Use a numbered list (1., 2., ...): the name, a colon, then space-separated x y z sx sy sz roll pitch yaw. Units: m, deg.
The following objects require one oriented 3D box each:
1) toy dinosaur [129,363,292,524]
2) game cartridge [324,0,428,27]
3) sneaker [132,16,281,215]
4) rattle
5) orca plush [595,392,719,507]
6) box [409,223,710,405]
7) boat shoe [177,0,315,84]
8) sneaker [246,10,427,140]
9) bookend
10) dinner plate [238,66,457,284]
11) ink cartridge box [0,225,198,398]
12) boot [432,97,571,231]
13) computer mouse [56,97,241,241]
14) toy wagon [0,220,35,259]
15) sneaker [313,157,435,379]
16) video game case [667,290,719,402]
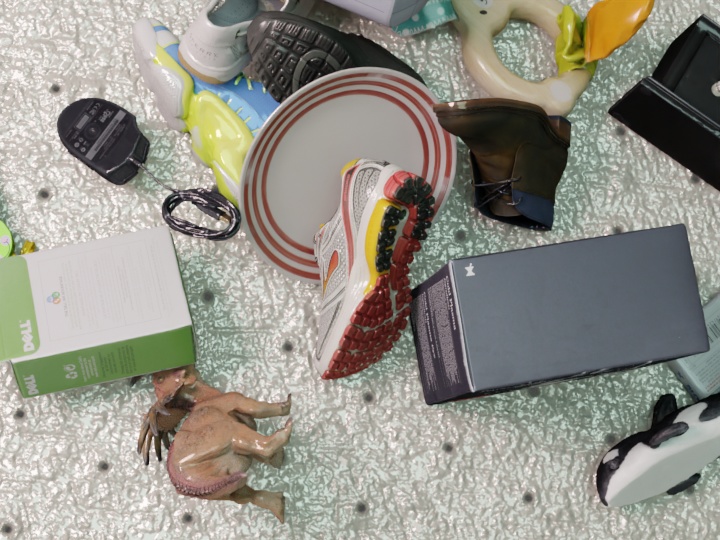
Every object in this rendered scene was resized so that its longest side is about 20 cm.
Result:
1. toy dinosaur: -0.124 0.139 1.058 0.133 0.200 0.087 5 110 -6
2. game cartridge: 0.006 -0.273 1.137 0.131 0.041 0.201 20 35 4
3. sneaker: -0.111 -0.145 1.147 0.104 0.076 0.201 -33 94 -15
4. rattle: 0.131 -0.231 1.159 0.199 0.143 0.131 37 77 -2
5. orca plush: 0.282 0.125 1.153 0.200 0.105 0.071 -42 48 16
6. box: 0.154 0.041 1.096 0.197 0.182 0.106 -9 82 -9
7. boat shoe: -0.081 -0.237 1.132 0.070 0.070 0.201 33 50 0
8. sneaker: -0.018 -0.170 1.135 0.199 0.076 0.091 25 31 -36
9. bookend: 0.367 -0.177 1.210 0.198 0.092 0.201 34 77 -1
10. dinner plate: -0.011 -0.080 1.121 0.197 0.024 0.203 -11 123 -18
11. ink cartridge box: -0.240 0.038 1.082 0.197 0.060 0.105 -12 56 -11
12. boot: 0.124 -0.089 1.126 0.074 0.199 0.099 1 88 36
13. computer mouse: -0.178 -0.082 1.119 0.199 0.034 0.059 36 81 19
14. toy wagon: -0.367 -0.048 1.106 0.198 0.040 0.157 23 78 -4
15. sneaker: 0.000 0.000 1.114 0.077 0.082 0.202 -6 120 -46
16. video game case: 0.396 0.081 1.208 0.199 0.022 0.183 -37 87 -13
